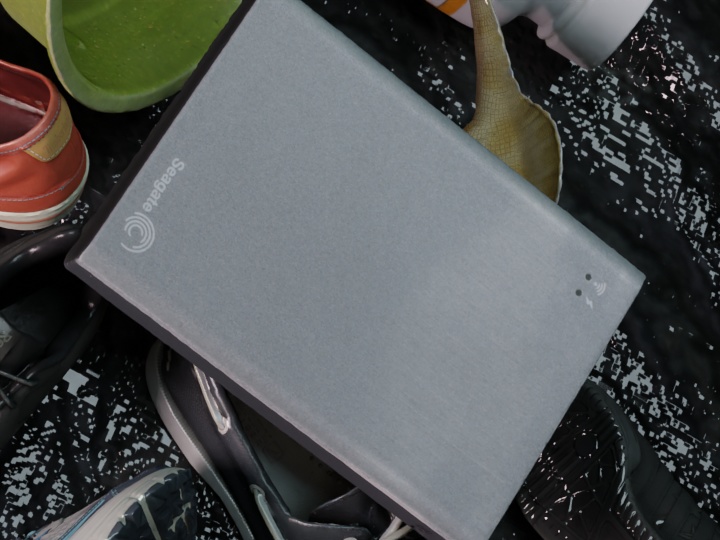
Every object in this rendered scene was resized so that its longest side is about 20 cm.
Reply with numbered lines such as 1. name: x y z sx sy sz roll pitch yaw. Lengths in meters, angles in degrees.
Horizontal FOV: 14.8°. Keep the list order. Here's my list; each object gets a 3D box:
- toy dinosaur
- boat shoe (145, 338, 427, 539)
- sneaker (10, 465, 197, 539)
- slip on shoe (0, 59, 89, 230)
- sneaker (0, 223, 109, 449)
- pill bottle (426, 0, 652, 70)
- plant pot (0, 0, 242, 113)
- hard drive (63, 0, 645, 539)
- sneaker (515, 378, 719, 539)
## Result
1. toy dinosaur: 0.059 -0.048 1.198 0.058 0.101 0.201 0 73 -27
2. boat shoe: -0.013 0.096 1.135 0.200 0.060 0.076 48 60 0
3. sneaker: -0.136 0.129 1.060 0.086 0.078 0.200 16 36 26
4. slip on shoe: -0.203 -0.075 1.101 0.199 0.061 0.074 18 55 6
5. sneaker: -0.165 0.051 1.070 0.076 0.091 0.200 40 61 -9
6. pill bottle: 0.044 -0.179 1.239 0.200 0.111 0.111 33 61 -8
7. plant pot: -0.132 -0.197 1.126 0.190 0.200 0.200 32 57 21
8. hard drive: 0.000 0.000 1.095 0.200 0.033 0.140 37 73 -13
9. sneaker: 0.139 0.131 1.186 0.104 0.060 0.200 28 23 -50
